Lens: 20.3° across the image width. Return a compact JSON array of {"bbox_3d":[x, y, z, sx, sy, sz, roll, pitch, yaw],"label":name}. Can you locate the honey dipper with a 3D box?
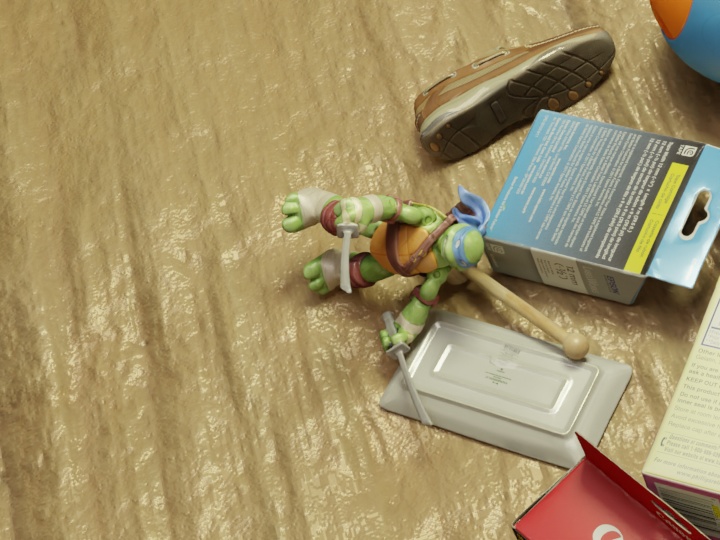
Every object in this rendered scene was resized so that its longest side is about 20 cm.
[{"bbox_3d":[0.124,0.023,1.729,0.038,0.038,0.200,-43,51,-12],"label":"honey dipper"}]

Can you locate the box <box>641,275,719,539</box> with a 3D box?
[{"bbox_3d":[0.302,0.121,1.512,0.097,0.176,0.200,13,62,27],"label":"box"}]

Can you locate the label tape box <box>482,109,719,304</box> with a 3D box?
[{"bbox_3d":[0.223,-0.049,1.734,0.200,0.066,0.143,15,64,26],"label":"label tape box"}]

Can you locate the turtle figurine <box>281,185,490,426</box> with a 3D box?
[{"bbox_3d":[0.000,0.000,1.709,0.194,0.144,0.200,11,72,51],"label":"turtle figurine"}]

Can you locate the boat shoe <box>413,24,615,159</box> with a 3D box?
[{"bbox_3d":[0.137,-0.179,1.851,0.200,0.076,0.072,-25,50,0],"label":"boat shoe"}]

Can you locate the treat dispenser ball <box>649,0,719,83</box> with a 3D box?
[{"bbox_3d":[0.350,-0.258,1.746,0.201,0.201,0.201,-10,54,13],"label":"treat dispenser ball"}]

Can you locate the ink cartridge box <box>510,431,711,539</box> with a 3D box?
[{"bbox_3d":[0.212,0.236,1.465,0.084,0.176,0.200,-42,53,-12],"label":"ink cartridge box"}]

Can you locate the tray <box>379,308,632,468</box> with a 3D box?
[{"bbox_3d":[0.120,0.094,1.697,0.200,0.022,0.107,16,62,28],"label":"tray"}]
